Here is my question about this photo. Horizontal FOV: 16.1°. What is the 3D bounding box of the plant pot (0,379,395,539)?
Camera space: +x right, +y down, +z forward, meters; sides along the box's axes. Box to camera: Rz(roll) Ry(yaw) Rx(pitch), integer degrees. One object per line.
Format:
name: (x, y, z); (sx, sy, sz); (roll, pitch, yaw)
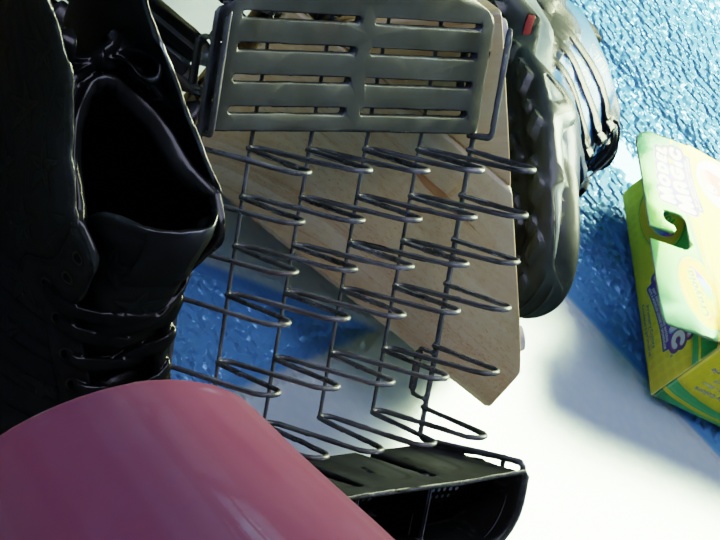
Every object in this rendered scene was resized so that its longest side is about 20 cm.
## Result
plant pot: (-0.040, 0.136, 0.682); (0.200, 0.200, 0.179); (3, 41, -45)

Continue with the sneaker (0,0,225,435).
sneaker: (-0.079, 0.002, 0.765); (0.060, 0.104, 0.200); (-15, 92, -35)

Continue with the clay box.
clay box: (0.188, 0.025, 1.127); (0.200, 0.048, 0.115); (25, 43, -29)

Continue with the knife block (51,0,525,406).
knife block: (-0.034, -0.046, 0.935); (0.064, 0.175, 0.200); (-117, -158, -74)

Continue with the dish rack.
dish rack: (0.000, 0.000, 0.854); (0.153, 0.055, 0.200); (-3, 106, -47)

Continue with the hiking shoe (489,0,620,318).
hiking shoe: (0.079, -0.057, 1.060); (0.087, 0.074, 0.200); (26, 42, -29)
